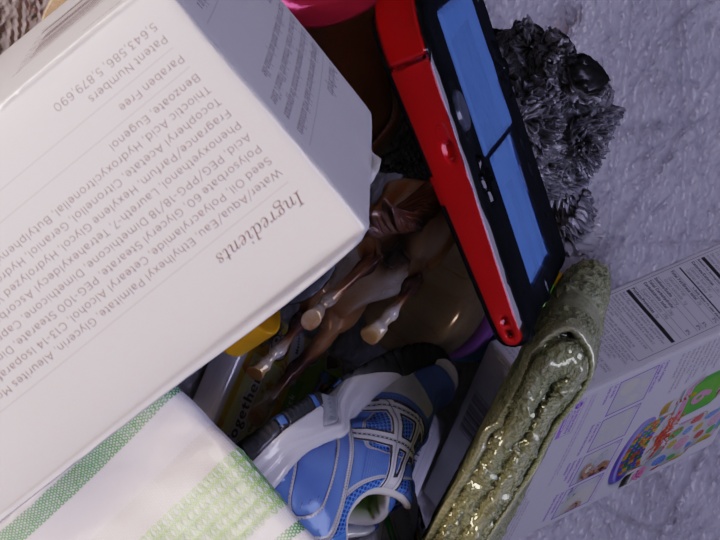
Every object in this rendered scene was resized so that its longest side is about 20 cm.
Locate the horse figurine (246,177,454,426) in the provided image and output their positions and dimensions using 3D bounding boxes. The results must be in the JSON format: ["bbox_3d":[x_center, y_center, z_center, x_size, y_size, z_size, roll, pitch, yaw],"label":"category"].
[{"bbox_3d":[0.000,0.000,1.281,0.050,0.200,0.133,40,55,-6],"label":"horse figurine"}]

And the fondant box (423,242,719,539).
[{"bbox_3d":[0.145,0.074,1.494,0.200,0.058,0.144,-20,148,-33],"label":"fondant box"}]

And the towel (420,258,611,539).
[{"bbox_3d":[0.075,0.095,1.318,0.200,0.036,0.148,-64,178,19],"label":"towel"}]

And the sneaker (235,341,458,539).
[{"bbox_3d":[-0.004,0.096,1.319,0.077,0.076,0.200,56,35,3],"label":"sneaker"}]

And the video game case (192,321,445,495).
[{"bbox_3d":[-0.047,0.142,1.401,0.182,0.023,0.200,33,76,-46],"label":"video game case"}]

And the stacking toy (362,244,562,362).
[{"bbox_3d":[0.090,0.022,1.476,0.200,0.085,0.085,14,89,-51],"label":"stacking toy"}]

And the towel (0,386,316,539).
[{"bbox_3d":[-0.083,0.165,1.216,0.149,0.200,0.031,-46,168,18],"label":"towel"}]

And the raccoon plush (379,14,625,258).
[{"bbox_3d":[0.084,-0.044,1.438,0.134,0.097,0.200,-47,130,-27],"label":"raccoon plush"}]

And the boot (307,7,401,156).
[{"bbox_3d":[-0.033,-0.144,1.312,0.155,0.074,0.200,50,54,-41],"label":"boot"}]

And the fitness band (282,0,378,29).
[{"bbox_3d":[-0.051,-0.211,1.245,0.200,0.037,0.144,45,84,-19],"label":"fitness band"}]

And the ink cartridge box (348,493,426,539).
[{"bbox_3d":[-0.001,0.187,1.333,0.200,0.050,0.109,-78,155,-58],"label":"ink cartridge box"}]

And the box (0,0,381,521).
[{"bbox_3d":[-0.108,-0.031,1.053,0.200,0.199,0.131,-38,103,11],"label":"box"}]

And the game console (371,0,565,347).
[{"bbox_3d":[0.061,-0.065,1.266,0.200,0.031,0.177,-48,116,-74],"label":"game console"}]

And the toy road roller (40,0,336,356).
[{"bbox_3d":[-0.106,-0.045,1.219,0.146,0.123,0.200,-34,105,11],"label":"toy road roller"}]
